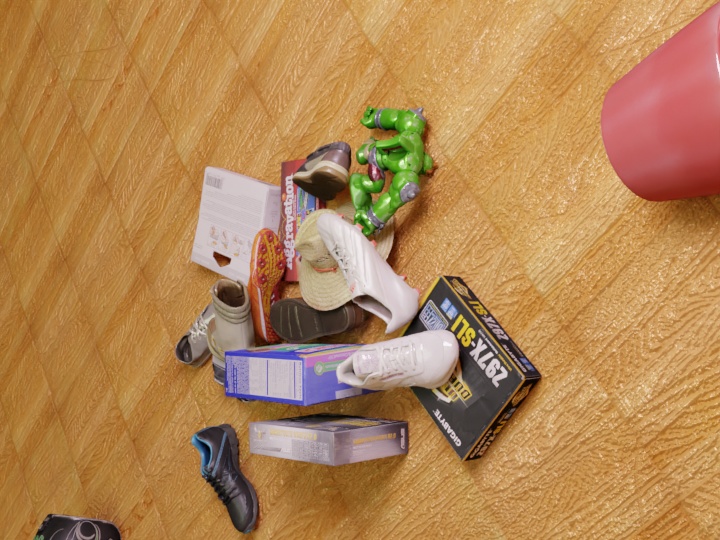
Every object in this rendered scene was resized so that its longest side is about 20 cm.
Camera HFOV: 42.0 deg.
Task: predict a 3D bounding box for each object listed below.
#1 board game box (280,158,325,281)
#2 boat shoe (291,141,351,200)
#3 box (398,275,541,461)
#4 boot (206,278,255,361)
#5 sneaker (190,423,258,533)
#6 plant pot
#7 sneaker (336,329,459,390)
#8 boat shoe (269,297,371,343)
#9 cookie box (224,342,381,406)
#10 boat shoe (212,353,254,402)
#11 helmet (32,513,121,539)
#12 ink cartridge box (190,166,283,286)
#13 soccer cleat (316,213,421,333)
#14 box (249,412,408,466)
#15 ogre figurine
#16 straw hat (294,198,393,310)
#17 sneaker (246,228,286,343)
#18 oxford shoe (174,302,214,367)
[{"bbox_3d":[-0.098,-0.084,1.573,0.102,0.019,0.205,-1,88,48],"label":"board game box"},{"bbox_3d":[-0.052,-0.155,1.446,0.066,0.072,0.199,-63,18,-9],"label":"boat shoe"},{"bbox_3d":[0.138,0.132,1.299,0.201,0.049,0.161,53,123,33],"label":"box"},{"bbox_3d":[-0.223,0.082,1.590,0.200,0.071,0.158,-136,35,-57],"label":"boot"},{"bbox_3d":[-0.245,0.375,1.669,0.073,0.081,0.203,-42,61,34],"label":"sneaker"},{"bbox_3d":[0.363,-0.164,0.984,0.176,0.197,0.205,-22,73,53],"label":"plant pot"},{"bbox_3d":[0.050,0.131,1.289,0.198,0.098,0.077,-23,71,43],"label":"sneaker"},{"bbox_3d":[-0.064,0.076,1.501,0.197,0.067,0.074,-1,97,45],"label":"boat shoe"},{"bbox_3d":[-0.087,0.155,1.448,0.197,0.169,0.077,-2,91,45],"label":"cookie box"},{"bbox_3d":[-0.193,0.196,1.628,0.198,0.071,0.069,18,107,42],"label":"boat shoe"},{"bbox_3d":[-0.605,0.623,1.976,0.198,0.198,0.195,-14,62,44],"label":"helmet"},{"bbox_3d":[-0.224,-0.081,1.686,0.198,0.044,0.180,21,103,45],"label":"ink cartridge box"},{"bbox_3d":[0.000,0.000,1.328,0.200,0.077,0.070,45,157,11],"label":"soccer cleat"},{"bbox_3d":[-0.050,0.252,1.414,0.198,0.156,0.050,-4,86,46],"label":"box"},{"bbox_3d":[0.043,-0.156,1.366,0.118,0.098,0.203,-14,43,43],"label":"ogre figurine"},{"bbox_3d":[-0.050,-0.047,1.428,0.199,0.085,0.205,-25,49,33],"label":"straw hat"},{"bbox_3d":[-0.170,0.025,1.583,0.076,0.072,0.205,22,118,41],"label":"sneaker"},{"bbox_3d":[-0.285,0.109,1.737,0.201,0.057,0.076,-50,53,31],"label":"oxford shoe"}]
